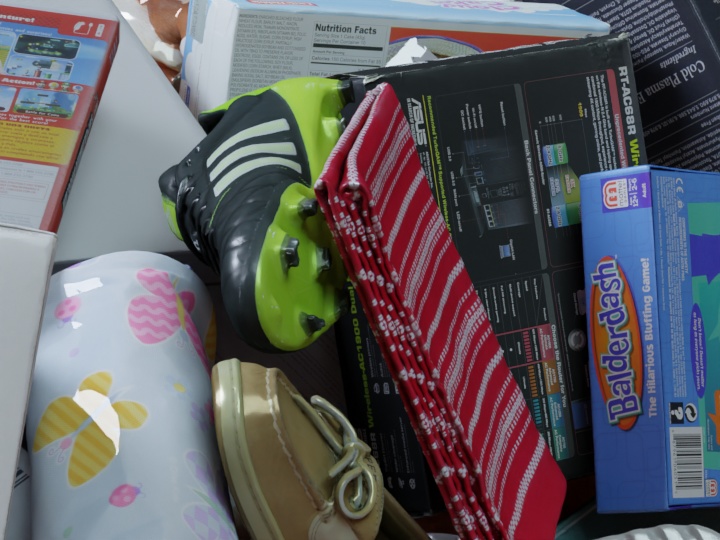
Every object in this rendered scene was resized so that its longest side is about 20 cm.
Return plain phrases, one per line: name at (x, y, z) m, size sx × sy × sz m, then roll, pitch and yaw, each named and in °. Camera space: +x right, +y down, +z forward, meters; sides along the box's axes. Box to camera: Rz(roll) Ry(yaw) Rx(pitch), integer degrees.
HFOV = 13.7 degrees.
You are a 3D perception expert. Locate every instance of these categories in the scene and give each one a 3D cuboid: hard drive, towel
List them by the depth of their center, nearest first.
towel at (0.038, 0.031, 1.236) m, size 0.022 × 0.201 × 0.145 m, roll -19°, pitch 14°, yaw 14°
hard drive at (-0.136, -0.068, 1.344) m, size 0.132 × 0.026 × 0.200 m, roll -5°, pitch 47°, yaw -38°

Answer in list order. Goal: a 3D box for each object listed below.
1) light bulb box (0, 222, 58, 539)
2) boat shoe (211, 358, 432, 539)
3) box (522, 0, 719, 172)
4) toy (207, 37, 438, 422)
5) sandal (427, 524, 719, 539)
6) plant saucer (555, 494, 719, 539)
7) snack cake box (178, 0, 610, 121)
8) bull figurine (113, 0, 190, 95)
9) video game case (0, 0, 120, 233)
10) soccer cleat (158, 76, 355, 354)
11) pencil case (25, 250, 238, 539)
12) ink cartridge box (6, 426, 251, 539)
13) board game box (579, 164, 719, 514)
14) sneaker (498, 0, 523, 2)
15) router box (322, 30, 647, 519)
light bulb box at (-0.197, 0.088, 1.064) m, size 0.124 × 0.198 × 0.201 m, roll 11°, pitch 77°, yaw -14°
boat shoe at (0.001, 0.102, 1.175) m, size 0.063 × 0.201 × 0.073 m, roll -21°, pitch 37°, yaw 11°
box at (0.212, -0.112, 1.559) m, size 0.200 × 0.104 × 0.183 m, roll -27°, pitch 89°, yaw -43°
toy at (0.000, 0.000, 1.394) m, size 0.115 × 0.047 × 0.200 m, roll 44°, pitch 69°, yaw -5°
sandal at (0.070, 0.156, 1.287) m, size 0.202 × 0.050 × 0.083 m, roll -3°, pitch 64°, yaw -6°
plant saucer at (0.137, 0.121, 1.384) m, size 0.070 × 0.019 × 0.200 m, roll 39°, pitch 41°, yaw 19°
snack cake box at (0.014, -0.076, 1.459) m, size 0.199 × 0.115 × 0.067 m, roll 2°, pitch 14°, yaw -23°
bull figurine at (-0.066, -0.117, 1.524) m, size 0.199 × 0.065 × 0.122 m, roll 2°, pitch 47°, yaw -20°
video game case at (-0.187, -0.057, 1.248) m, size 0.142 × 0.017 × 0.200 m, roll 8°, pitch 38°, yaw 2°
soccer cleat at (-0.044, -0.019, 1.215) m, size 0.081 × 0.068 × 0.200 m, roll -12°, pitch 25°, yaw 12°
pencil case at (-0.087, 0.086, 1.152) m, size 0.083 × 0.091 × 0.200 m, roll -21°, pitch 43°, yaw 10°
ink cartridge box at (-0.131, 0.088, 1.251) m, size 0.200 × 0.075 × 0.165 m, roll 35°, pitch 42°, yaw 16°
board game box at (0.183, 0.033, 1.377) m, size 0.200 × 0.045 × 0.153 m, roll 3°, pitch 82°, yaw -45°
sneaker at (0.086, -0.156, 1.597) m, size 0.080 × 0.115 × 0.200 m, roll -11°, pitch 50°, yaw -33°
router box at (0.062, 0.000, 1.355) m, size 0.149 × 0.062 × 0.201 m, roll -10°, pitch 94°, yaw -31°
